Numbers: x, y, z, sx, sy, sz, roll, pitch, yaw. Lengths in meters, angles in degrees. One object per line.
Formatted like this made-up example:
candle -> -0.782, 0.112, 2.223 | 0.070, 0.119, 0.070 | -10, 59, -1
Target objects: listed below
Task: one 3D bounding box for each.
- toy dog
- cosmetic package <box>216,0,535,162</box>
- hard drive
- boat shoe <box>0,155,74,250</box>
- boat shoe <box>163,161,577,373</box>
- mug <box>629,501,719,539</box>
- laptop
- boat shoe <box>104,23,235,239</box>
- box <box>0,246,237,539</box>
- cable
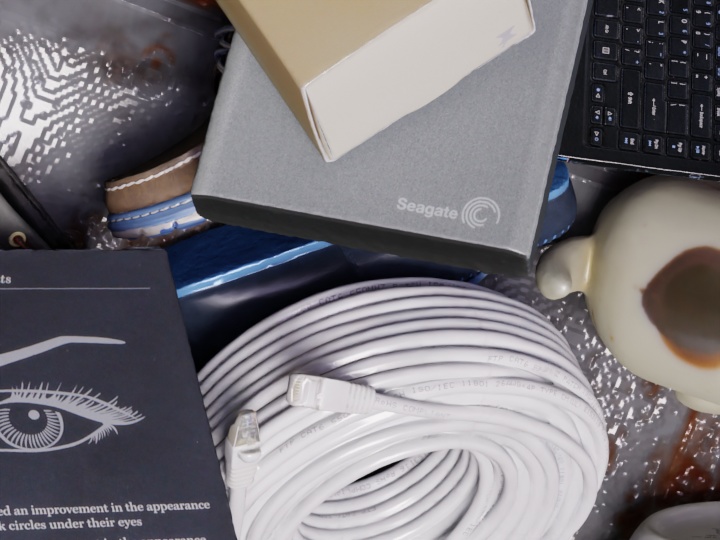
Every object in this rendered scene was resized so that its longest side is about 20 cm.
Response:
toy dog -> 0.192, 0.014, 1.246 | 0.193, 0.200, 0.140 | 16, 98, -28
cosmetic package -> -0.027, -0.155, 1.160 | 0.105, 0.071, 0.200 | -34, 66, -5
hard drive -> 0.022, -0.103, 1.191 | 0.139, 0.033, 0.201 | 10, 70, 9
boat shoe -> -0.181, -0.063, 1.205 | 0.063, 0.074, 0.202 | -28, 117, 2
boat shoe -> 0.000, 0.000, 1.279 | 0.199, 0.084, 0.069 | -14, 116, 7
mug -> 0.147, 0.200, 1.339 | 0.199, 0.148, 0.176 | 3, 100, 16
laptop -> 0.155, -0.136, 1.201 | 0.199, 0.103, 0.178 | 7, 65, -6
boat shoe -> -0.029, -0.081, 1.249 | 0.199, 0.072, 0.073 | -28, 98, -9
box -> -0.137, 0.097, 1.154 | 0.147, 0.201, 0.104 | 0, 142, -21
cable -> 0.007, 0.089, 1.256 | 0.199, 0.069, 0.200 | -1, 138, -28
